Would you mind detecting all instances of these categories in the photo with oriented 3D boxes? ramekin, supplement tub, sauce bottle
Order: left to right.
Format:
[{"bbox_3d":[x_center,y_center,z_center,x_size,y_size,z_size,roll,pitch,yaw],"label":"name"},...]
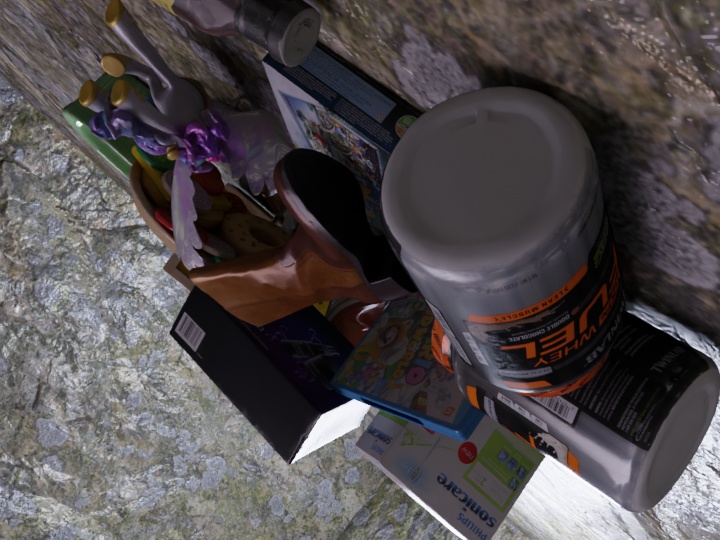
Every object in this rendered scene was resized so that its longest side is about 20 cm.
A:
[{"bbox_3d":[-0.324,-0.196,1.297,0.199,0.098,0.200,38,169,8],"label":"ramekin"},{"bbox_3d":[-0.111,-0.204,0.613,0.198,0.067,0.066,33,168,22],"label":"sauce bottle"},{"bbox_3d":[0.095,-0.004,0.546,0.122,0.123,0.200,32,168,34],"label":"supplement tub"},{"bbox_3d":[0.155,0.076,0.675,0.198,0.123,0.123,32,168,37],"label":"supplement tub"}]

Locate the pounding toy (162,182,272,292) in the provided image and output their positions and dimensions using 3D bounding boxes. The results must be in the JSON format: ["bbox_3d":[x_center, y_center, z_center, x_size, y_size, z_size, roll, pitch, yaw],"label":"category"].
[{"bbox_3d":[-0.153,-0.012,1.307,0.199,0.185,0.142,39,-178,0],"label":"pounding toy"}]

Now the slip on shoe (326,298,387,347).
[{"bbox_3d":[-0.011,0.081,1.051,0.062,0.073,0.201,62,142,25],"label":"slip on shoe"}]

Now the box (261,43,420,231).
[{"bbox_3d":[-0.001,-0.097,0.734,0.136,0.038,0.200,37,169,15],"label":"box"}]

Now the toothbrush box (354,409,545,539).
[{"bbox_3d":[0.114,0.148,0.904,0.145,0.201,0.086,42,170,-14],"label":"toothbrush box"}]

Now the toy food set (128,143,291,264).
[{"bbox_3d":[-0.166,-0.062,0.980,0.201,0.049,0.197,51,-158,22],"label":"toy food set"}]

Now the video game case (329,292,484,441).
[{"bbox_3d":[0.069,0.076,0.848,0.198,0.144,0.018,10,145,54],"label":"video game case"}]

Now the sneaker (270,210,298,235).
[{"bbox_3d":[-0.070,-0.040,1.145,0.080,0.076,0.199,33,174,-24],"label":"sneaker"}]

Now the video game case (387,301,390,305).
[{"bbox_3d":[0.000,0.000,1.025,0.140,0.019,0.200,20,167,-10],"label":"video game case"}]

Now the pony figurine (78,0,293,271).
[{"bbox_3d":[-0.158,-0.127,0.828,0.199,0.165,0.196,29,-143,-45],"label":"pony figurine"}]

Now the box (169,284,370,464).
[{"bbox_3d":[-0.087,0.094,0.971,0.200,0.080,0.140,43,-156,19],"label":"box"}]

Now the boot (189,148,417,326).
[{"bbox_3d":[-0.072,-0.021,0.781,0.196,0.070,0.187,-11,151,33],"label":"boot"}]

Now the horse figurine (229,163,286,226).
[{"bbox_3d":[-0.124,-0.119,1.033,0.200,0.050,0.132,46,162,-10],"label":"horse figurine"}]

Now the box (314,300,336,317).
[{"bbox_3d":[-0.035,0.047,1.187,0.069,0.066,0.199,23,-176,21],"label":"box"}]
